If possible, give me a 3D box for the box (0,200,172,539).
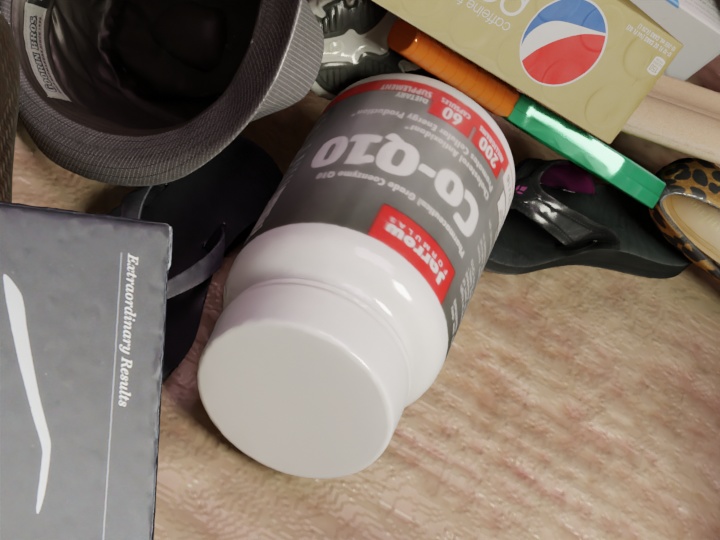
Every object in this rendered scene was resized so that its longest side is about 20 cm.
[{"bbox_3d":[-0.183,0.048,0.707,0.199,0.104,0.149,9,79,-30],"label":"box"}]

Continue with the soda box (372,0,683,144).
[{"bbox_3d":[0.066,-0.143,0.929,0.200,0.068,0.064,26,18,-34],"label":"soda box"}]

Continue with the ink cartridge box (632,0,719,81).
[{"bbox_3d":[0.180,-0.230,1.256,0.116,0.068,0.201,28,41,-29],"label":"ink cartridge box"}]

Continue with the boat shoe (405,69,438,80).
[{"bbox_3d":[0.018,-0.172,1.076,0.067,0.072,0.201,-16,90,-38],"label":"boat shoe"}]

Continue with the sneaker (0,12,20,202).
[{"bbox_3d":[-0.207,-0.028,0.842,0.084,0.073,0.201,-4,58,6],"label":"sneaker"}]

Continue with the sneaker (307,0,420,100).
[{"bbox_3d":[0.041,-0.153,1.013,0.199,0.081,0.083,-10,30,-21],"label":"sneaker"}]

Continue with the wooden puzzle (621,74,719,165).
[{"bbox_3d":[0.196,-0.086,1.096,0.184,0.037,0.200,21,13,14],"label":"wooden puzzle"}]

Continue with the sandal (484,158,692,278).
[{"bbox_3d":[0.123,-0.038,1.075,0.200,0.048,0.076,2,53,-34],"label":"sandal"}]

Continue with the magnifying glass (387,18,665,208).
[{"bbox_3d":[0.092,-0.084,0.993,0.200,0.022,0.080,25,8,-37],"label":"magnifying glass"}]

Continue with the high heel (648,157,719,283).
[{"bbox_3d":[0.252,0.014,1.076,0.200,0.071,0.142,49,23,24],"label":"high heel"}]

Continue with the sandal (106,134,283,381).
[{"bbox_3d":[-0.095,-0.016,0.908,0.076,0.043,0.200,33,42,-5],"label":"sandal"}]

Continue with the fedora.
[{"bbox_3d":[-0.089,-0.123,0.930,0.090,0.199,0.178,18,82,-57],"label":"fedora"}]

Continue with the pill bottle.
[{"bbox_3d":[0.000,0.000,0.907,0.114,0.114,0.200,33,42,-6],"label":"pill bottle"}]
